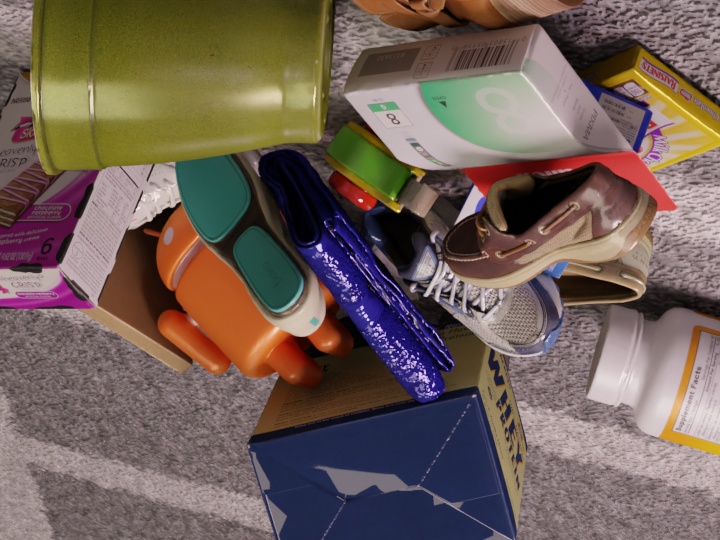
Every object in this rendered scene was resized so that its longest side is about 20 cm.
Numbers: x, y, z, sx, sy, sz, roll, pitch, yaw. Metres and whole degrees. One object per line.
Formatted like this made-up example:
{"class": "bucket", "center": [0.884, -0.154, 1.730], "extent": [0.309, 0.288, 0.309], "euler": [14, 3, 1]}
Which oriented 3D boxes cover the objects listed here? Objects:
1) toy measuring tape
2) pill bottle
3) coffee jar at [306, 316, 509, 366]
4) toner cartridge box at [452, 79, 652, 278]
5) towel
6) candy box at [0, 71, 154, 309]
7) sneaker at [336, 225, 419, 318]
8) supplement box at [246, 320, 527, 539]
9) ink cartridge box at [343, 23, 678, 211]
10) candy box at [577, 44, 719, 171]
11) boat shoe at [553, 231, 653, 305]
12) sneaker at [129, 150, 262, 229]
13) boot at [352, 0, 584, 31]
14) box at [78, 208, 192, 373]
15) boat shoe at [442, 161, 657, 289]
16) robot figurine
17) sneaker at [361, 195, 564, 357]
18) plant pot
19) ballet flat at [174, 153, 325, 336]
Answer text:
{"class": "toy measuring tape", "center": [0.012, -0.078, 1.602], "extent": [0.073, 0.074, 0.200], "euler": [22, -175, -10]}
{"class": "pill bottle", "center": [0.296, 0.096, 1.773], "extent": [0.198, 0.112, 0.111], "euler": [16, 155, 3]}
{"class": "coffee jar", "center": [0.036, 0.089, 1.934], "extent": [0.198, 0.105, 0.085], "euler": [14, 162, 9]}
{"class": "toner cartridge box", "center": [0.138, -0.071, 1.553], "extent": [0.094, 0.043, 0.200], "euler": [25, 152, 1]}
{"class": "towel", "center": [0.000, 0.000, 1.664], "extent": [0.049, 0.148, 0.200], "euler": [-33, 126, 5]}
{"class": "candy box", "center": [-0.243, -0.068, 1.680], "extent": [0.135, 0.201, 0.061], "euler": [-1, 144, 31]}
{"class": "sneaker", "center": [0.013, 0.009, 1.828], "extent": [0.080, 0.071, 0.200], "euler": [21, 154, -16]}
{"class": "supplement box", "center": [0.029, 0.149, 1.788], "extent": [0.198, 0.200, 0.135], "euler": [-13, 106, 11]}
{"class": "ink cartridge box", "center": [0.105, -0.083, 1.465], "extent": [0.160, 0.050, 0.200], "euler": [-3, 139, 42]}
{"class": "candy box", "center": [0.173, -0.102, 1.552], "extent": [0.102, 0.027, 0.199], "euler": [30, 152, -25]}
{"class": "boat shoe", "center": [0.138, 0.000, 1.706], "extent": [0.198, 0.063, 0.073], "euler": [-9, 141, 26]}
{"class": "sneaker", "center": [-0.170, -0.072, 1.744], "extent": [0.198, 0.100, 0.078], "euler": [1, 150, 31]}
{"class": "boot", "center": [0.035, -0.216, 1.363], "extent": [0.154, 0.074, 0.200], "euler": [-4, 145, 45]}
{"class": "box", "center": [-0.219, -0.021, 1.812], "extent": [0.021, 0.164, 0.200], "euler": [-32, 130, 30]}
{"class": "boat shoe", "center": [0.115, -0.039, 1.457], "extent": [0.072, 0.072, 0.199], "euler": [40, 155, -24]}
{"class": "robot figurine", "center": [-0.095, 0.010, 1.777], "extent": [0.200, 0.116, 0.144], "euler": [48, 135, 16]}
{"class": "sneaker", "center": [0.073, 0.005, 1.651], "extent": [0.200, 0.078, 0.085], "euler": [37, -162, 36]}
{"class": "plant pot", "center": [-0.115, -0.161, 1.458], "extent": [0.191, 0.202, 0.201], "euler": [4, 154, 1]}
{"class": "ballet flat", "center": [-0.084, -0.027, 1.652], "extent": [0.069, 0.201, 0.070], "euler": [-22, 147, -15]}
